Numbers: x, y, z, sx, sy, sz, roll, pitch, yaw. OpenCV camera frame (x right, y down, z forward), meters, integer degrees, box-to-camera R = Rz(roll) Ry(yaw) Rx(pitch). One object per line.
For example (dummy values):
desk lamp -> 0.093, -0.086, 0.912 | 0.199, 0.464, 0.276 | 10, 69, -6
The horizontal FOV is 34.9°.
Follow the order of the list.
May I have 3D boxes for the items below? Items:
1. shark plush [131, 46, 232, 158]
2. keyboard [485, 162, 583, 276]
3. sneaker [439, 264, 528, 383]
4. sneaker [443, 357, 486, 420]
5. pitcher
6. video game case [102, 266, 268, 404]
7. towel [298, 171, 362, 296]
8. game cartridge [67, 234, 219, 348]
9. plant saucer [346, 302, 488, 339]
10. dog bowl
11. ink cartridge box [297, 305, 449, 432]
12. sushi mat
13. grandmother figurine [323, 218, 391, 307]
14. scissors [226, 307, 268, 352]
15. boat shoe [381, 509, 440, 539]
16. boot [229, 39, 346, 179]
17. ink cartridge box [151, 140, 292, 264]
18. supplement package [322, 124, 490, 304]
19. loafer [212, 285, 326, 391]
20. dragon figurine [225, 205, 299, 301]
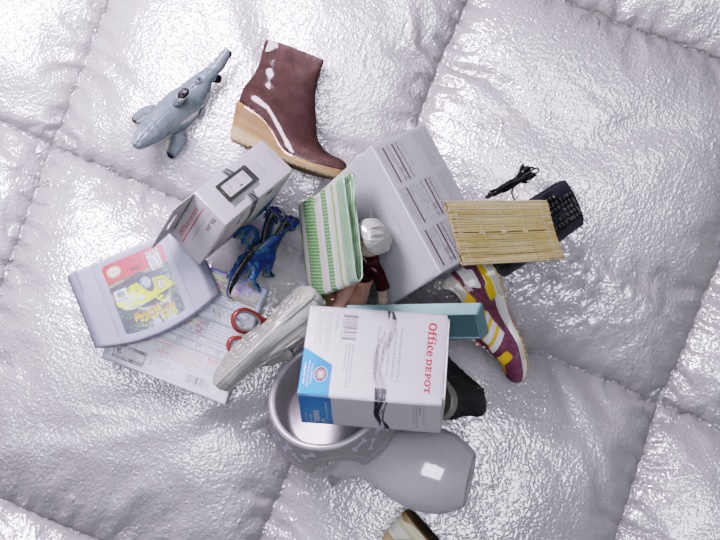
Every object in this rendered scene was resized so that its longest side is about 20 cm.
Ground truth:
shark plush -> -0.259, -0.247, 1.715 | 0.199, 0.083, 0.091 | -35, 86, -2
keyboard -> 0.242, -0.085, 1.687 | 0.199, 0.021, 0.128 | -31, 87, -33
sneaker -> 0.178, 0.084, 1.674 | 0.089, 0.075, 0.202 | -24, 107, -7
sneaker -> 0.104, 0.142, 1.699 | 0.075, 0.106, 0.201 | -44, 57, 24
pitcher -> 0.069, 0.255, 1.665 | 0.197, 0.121, 0.174 | 12, 79, 13
video game case -> -0.259, 0.079, 1.709 | 0.198, 0.045, 0.183 | 21, 86, 2
towel -> -0.043, -0.045, 1.643 | 0.023, 0.200, 0.155 | -3, 81, -22
game cartridge -> -0.313, 0.030, 1.674 | 0.198, 0.041, 0.135 | -24, 89, -2
plant saucer -> 0.080, 0.075, 1.625 | 0.197, 0.070, 0.019 | -2, 50, 16
dog bowl -> -0.042, 0.190, 1.645 | 0.197, 0.059, 0.202 | -7, 53, 10
ink cartridge box -> 0.021, 0.136, 1.576 | 0.197, 0.085, 0.146 | 4, 54, 5
sushi mat -> 0.205, -0.055, 1.626 | 0.198, 0.012, 0.097 | -3, 73, -35
grandmother figurine -> 0.000, 0.000, 1.635 | 0.121, 0.201, 0.060 | 41, 54, 17
scissors -> -0.104, 0.088, 1.702 | 0.197, 0.014, 0.074 | -3, 92, -21
boat shoe -> 0.110, 0.444, 1.673 | 0.066, 0.074, 0.201 | -40, 85, 10
boot -> -0.087, -0.240, 1.719 | 0.198, 0.072, 0.168 | 23, 88, 5
ink cartridge box -> -0.198, -0.088, 1.639 | 0.068, 0.116, 0.200 | 44, 50, 2
supplement package -> 0.064, -0.077, 1.651 | 0.110, 0.155, 0.202 | -25, 85, -35
loafer -> -0.126, 0.108, 1.650 | 0.200, 0.070, 0.070 | -41, 111, -6
dragon figurine -> -0.153, -0.029, 1.669 | 0.058, 0.200, 0.101 | 21, 116, 16
